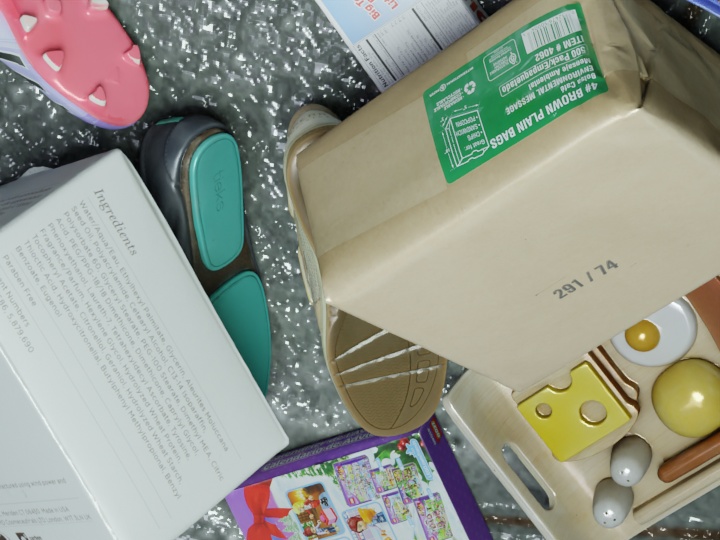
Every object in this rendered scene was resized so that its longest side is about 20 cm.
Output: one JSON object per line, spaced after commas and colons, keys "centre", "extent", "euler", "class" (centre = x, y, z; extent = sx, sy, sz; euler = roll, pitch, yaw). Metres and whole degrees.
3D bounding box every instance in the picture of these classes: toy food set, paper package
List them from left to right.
{"centre": [0.097, -0.042, 1.183], "extent": [0.200, 0.190, 0.104], "euler": [-32, 57, 25], "class": "paper package"}
{"centre": [0.163, 0.077, 1.290], "extent": [0.200, 0.060, 0.144], "euler": [-35, 100, 25], "class": "toy food set"}

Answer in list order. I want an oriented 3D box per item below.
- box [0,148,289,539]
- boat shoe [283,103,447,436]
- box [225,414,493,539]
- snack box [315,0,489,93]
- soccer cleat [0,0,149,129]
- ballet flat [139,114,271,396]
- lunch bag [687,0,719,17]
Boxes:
{"centre": [-0.181, 0.058, 1.299], "extent": [0.199, 0.131, 0.200], "euler": [-11, 112, 53], "class": "box"}
{"centre": [0.000, 0.000, 1.304], "extent": [0.072, 0.065, 0.201], "euler": [-19, 115, -2], "class": "boat shoe"}
{"centre": [0.019, 0.194, 1.394], "extent": [0.136, 0.039, 0.201], "euler": [-18, 107, 21], "class": "box"}
{"centre": [0.003, -0.171, 1.250], "extent": [0.072, 0.024, 0.200], "euler": [-31, 101, 26], "class": "snack box"}
{"centre": [-0.207, -0.149, 1.308], "extent": [0.200, 0.067, 0.076], "euler": [39, 148, -8], "class": "soccer cleat"}
{"centre": [-0.096, -0.002, 1.335], "extent": [0.073, 0.073, 0.201], "euler": [3, 119, 15], "class": "ballet flat"}
{"centre": [0.150, -0.238, 1.128], "extent": [0.200, 0.124, 0.170], "euler": [31, 117, 15], "class": "lunch bag"}
